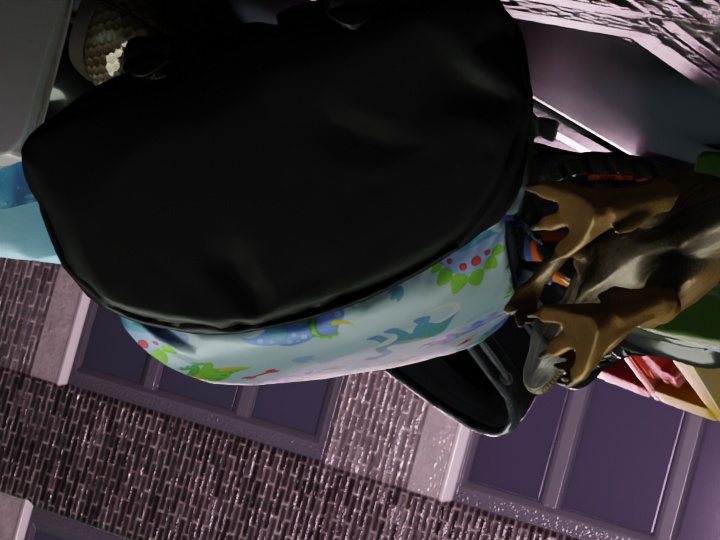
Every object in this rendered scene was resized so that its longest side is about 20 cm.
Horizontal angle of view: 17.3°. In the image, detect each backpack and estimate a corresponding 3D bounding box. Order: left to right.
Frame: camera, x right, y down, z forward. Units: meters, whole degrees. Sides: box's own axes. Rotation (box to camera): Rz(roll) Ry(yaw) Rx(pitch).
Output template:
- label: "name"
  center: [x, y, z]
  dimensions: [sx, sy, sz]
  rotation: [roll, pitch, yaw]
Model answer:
- label: "backpack"
  center: [-0.011, -0.025, 0.812]
  dimensions: [0.162, 0.155, 0.200]
  rotation: [-17, -170, 3]

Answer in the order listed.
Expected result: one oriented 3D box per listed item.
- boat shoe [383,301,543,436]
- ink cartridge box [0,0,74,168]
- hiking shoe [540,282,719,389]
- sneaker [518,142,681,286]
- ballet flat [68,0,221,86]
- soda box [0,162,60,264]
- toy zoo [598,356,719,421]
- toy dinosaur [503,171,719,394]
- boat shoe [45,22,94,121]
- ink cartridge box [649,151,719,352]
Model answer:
- label: "boat shoe"
  center: [0.000, 0.000, 1.067]
  dimensions: [0.200, 0.068, 0.072]
  rotation: [41, 132, -6]
- label: "ink cartridge box"
  center: [-0.194, -0.095, 0.905]
  dimensions: [0.144, 0.085, 0.200]
  rotation: [16, 177, -15]
- label: "hiking shoe"
  center: [0.114, 0.013, 1.120]
  dimensions: [0.199, 0.076, 0.101]
  rotation: [21, 150, 41]
- label: "sneaker"
  center: [0.053, -0.028, 1.025]
  dimensions: [0.199, 0.076, 0.078]
  rotation: [17, -179, 4]
- label: "ballet flat"
  center: [-0.064, -0.071, 0.916]
  dimensions: [0.046, 0.068, 0.200]
  rotation: [24, 173, 12]
- label: "soda box"
  center: [-0.134, -0.045, 1.155]
  dimensions: [0.198, 0.068, 0.064]
  rotation: [6, -151, 8]
- label: "toy zoo"
  center: [0.126, 0.015, 1.231]
  dimensions: [0.131, 0.020, 0.200]
  rotation: [52, 166, -23]
- label: "toy dinosaur"
  center: [0.103, -0.014, 0.731]
  dimensions: [0.106, 0.061, 0.200]
  rotation: [-20, 174, -45]
- label: "boat shoe"
  center: [-0.172, -0.092, 1.059]
  dimensions: [0.199, 0.069, 0.057]
  rotation: [18, 177, -7]
- label: "ink cartridge box"
  center: [0.235, 0.020, 0.888]
  dimensions: [0.199, 0.076, 0.148]
  rotation: [18, 177, -23]
